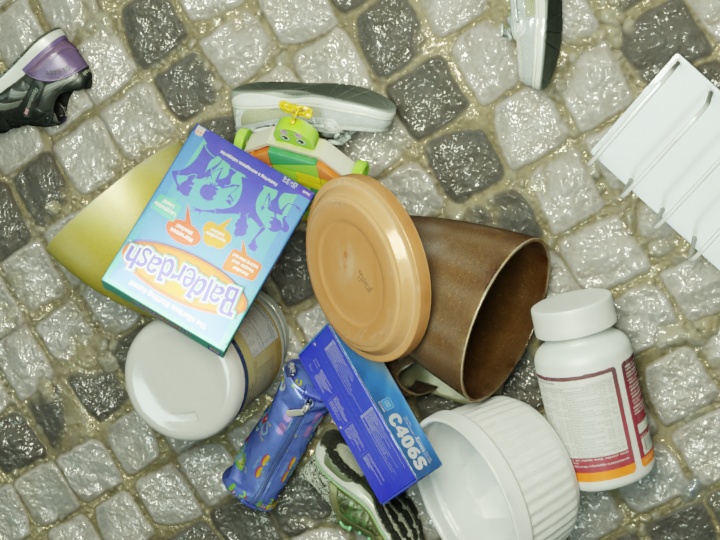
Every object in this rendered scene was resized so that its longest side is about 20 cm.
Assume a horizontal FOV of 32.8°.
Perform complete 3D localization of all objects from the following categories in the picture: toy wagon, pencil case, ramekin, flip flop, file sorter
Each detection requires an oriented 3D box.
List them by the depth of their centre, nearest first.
[{"bbox_3d":[0.347,-0.098,1.247,0.200,0.124,0.139,42,112,3],"label":"file sorter"},{"bbox_3d":[-0.066,-0.116,1.354,0.153,0.201,0.040,16,67,13],"label":"toy wagon"},{"bbox_3d":[0.154,0.237,1.361,0.200,0.104,0.202,42,144,42],"label":"ramekin"},{"bbox_3d":[0.069,0.117,1.425,0.197,0.058,0.082,16,108,13],"label":"flip flop"},{"bbox_3d":[-0.096,0.201,1.486,0.077,0.087,0.201,27,112,-8],"label":"pencil case"}]

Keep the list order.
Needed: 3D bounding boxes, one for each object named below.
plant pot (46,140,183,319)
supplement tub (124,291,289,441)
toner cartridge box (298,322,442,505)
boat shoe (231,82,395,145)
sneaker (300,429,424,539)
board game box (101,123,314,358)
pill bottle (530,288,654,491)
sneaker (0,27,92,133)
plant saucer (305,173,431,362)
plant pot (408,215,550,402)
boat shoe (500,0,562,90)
[{"bbox_3d":[-0.240,-0.031,1.416,0.199,0.200,0.143,-38,94,22],"label":"plant pot"},{"bbox_3d":[-0.171,0.100,1.421,0.142,0.200,0.147,4,104,15],"label":"supplement tub"},{"bbox_3d":[0.009,0.157,1.393,0.202,0.043,0.095,60,144,11],"label":"toner cartridge box"},{"bbox_3d":[-0.054,-0.173,1.380,0.199,0.074,0.066,6,111,20],"label":"boat shoe"},{"bbox_3d":[0.001,0.292,1.494,0.201,0.077,0.089,52,125,6],"label":"sneaker"},{"bbox_3d":[-0.161,-0.033,1.309,0.151,0.045,0.202,29,76,-1],"label":"board game box"},{"bbox_3d":[0.252,0.129,1.342,0.108,0.110,0.203,-11,100,20],"label":"pill bottle"},{"bbox_3d":[-0.411,-0.199,1.496,0.199,0.076,0.088,-38,96,22],"label":"sneaker"},{"bbox_3d":[0.000,0.000,1.290,0.199,0.032,0.203,29,128,46],"label":"plant saucer"},{"bbox_3d":[0.079,0.018,1.349,0.198,0.186,0.189,24,111,28],"label":"plant pot"},{"bbox_3d":[0.173,-0.292,1.285,0.064,0.074,0.205,-1,99,24],"label":"boat shoe"}]
